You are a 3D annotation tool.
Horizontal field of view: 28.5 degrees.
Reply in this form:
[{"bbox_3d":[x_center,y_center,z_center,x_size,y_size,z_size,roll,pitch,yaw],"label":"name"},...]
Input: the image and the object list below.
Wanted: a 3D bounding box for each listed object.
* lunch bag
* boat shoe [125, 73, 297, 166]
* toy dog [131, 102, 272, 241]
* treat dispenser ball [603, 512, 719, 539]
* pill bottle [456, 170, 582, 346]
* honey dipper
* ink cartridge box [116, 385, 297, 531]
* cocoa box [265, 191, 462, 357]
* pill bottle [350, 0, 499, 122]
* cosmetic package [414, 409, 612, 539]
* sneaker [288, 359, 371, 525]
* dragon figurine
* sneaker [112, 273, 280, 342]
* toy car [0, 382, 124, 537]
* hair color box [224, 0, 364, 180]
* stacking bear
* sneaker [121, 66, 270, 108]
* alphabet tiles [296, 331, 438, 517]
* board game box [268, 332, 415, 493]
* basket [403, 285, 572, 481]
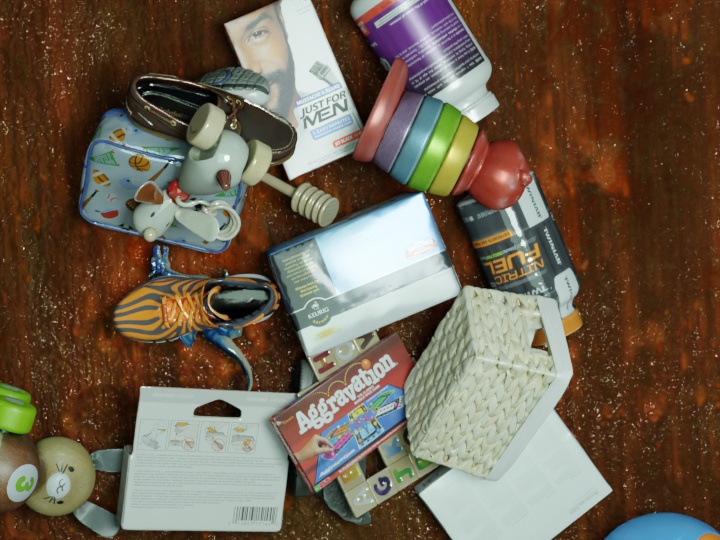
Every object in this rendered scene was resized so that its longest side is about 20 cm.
[{"bbox_3d":[-0.234,-0.101,1.666,0.198,0.076,0.161,15,136,-5],"label":"lunch bag"},{"bbox_3d":[-0.165,-0.169,1.585,0.198,0.070,0.071,12,67,-8],"label":"boat shoe"},{"bbox_3d":[-0.179,-0.084,1.556,0.131,0.097,0.201,15,132,-13],"label":"toy dog"},{"bbox_3d":[0.373,0.397,1.726,0.199,0.201,0.203,0,94,-6],"label":"treat dispenser ball"},{"bbox_3d":[0.202,-0.011,1.729,0.106,0.106,0.201,-25,96,-4],"label":"pill bottle"},{"bbox_3d":[-0.112,-0.112,1.685,0.199,0.038,0.038,31,90,25],"label":"honey dipper"},{"bbox_3d":[-0.183,0.223,1.704,0.198,0.045,0.178,5,99,-21],"label":"ink cartridge box"},{"bbox_3d":[0.000,0.000,1.694,0.198,0.133,0.132,-22,95,-4],"label":"cocoa box"},{"bbox_3d":[0.081,-0.262,1.697,0.112,0.112,0.201,-33,96,-3],"label":"pill bottle"},{"bbox_3d":[0.190,0.273,1.774,0.199,0.052,0.151,-37,95,-3],"label":"cosmetic package"},{"bbox_3d":[-0.033,0.210,1.745,0.103,0.060,0.202,2,91,-14],"label":"sneaker"},{"bbox_3d":[-0.195,0.059,1.714,0.099,0.059,0.202,-17,91,-3],"label":"dragon figurine"},{"bbox_3d":[-0.191,0.037,1.628,0.198,0.112,0.078,-12,89,-3],"label":"sneaker"},{"bbox_3d":[-0.366,0.245,1.673,0.198,0.158,0.166,19,90,-19],"label":"toy car"},{"bbox_3d":[-0.077,-0.222,1.708,0.110,0.064,0.201,-24,95,-3],"label":"hair color box"},{"bbox_3d":[0.101,-0.137,1.630,0.199,0.122,0.114,25,57,-2],"label":"stacking bear"},{"bbox_3d":[-0.189,-0.183,1.680,0.198,0.075,0.088,-12,112,26],"label":"sneaker"},{"bbox_3d":[0.016,0.173,1.736,0.166,0.008,0.201,-28,95,-28],"label":"alphabet tiles"},{"bbox_3d":[-0.007,0.169,1.710,0.199,0.019,0.103,-34,96,-28],"label":"board game box"},{"bbox_3d":[0.143,0.129,1.660,0.122,0.136,0.201,15,129,-18],"label":"basket"}]
